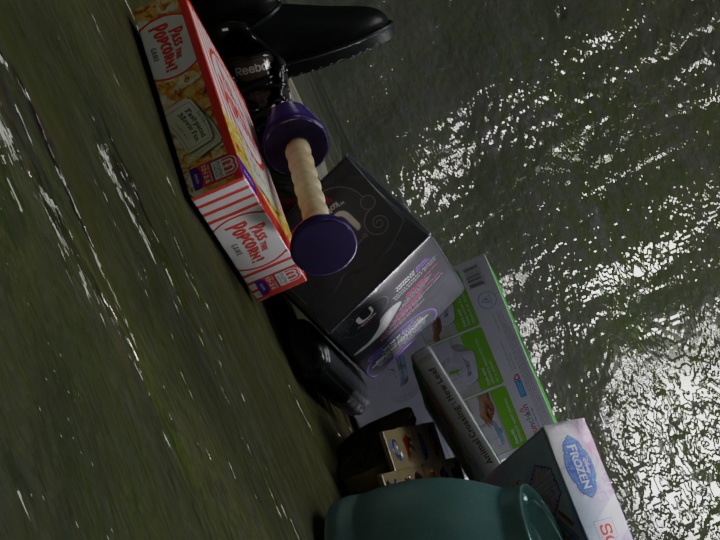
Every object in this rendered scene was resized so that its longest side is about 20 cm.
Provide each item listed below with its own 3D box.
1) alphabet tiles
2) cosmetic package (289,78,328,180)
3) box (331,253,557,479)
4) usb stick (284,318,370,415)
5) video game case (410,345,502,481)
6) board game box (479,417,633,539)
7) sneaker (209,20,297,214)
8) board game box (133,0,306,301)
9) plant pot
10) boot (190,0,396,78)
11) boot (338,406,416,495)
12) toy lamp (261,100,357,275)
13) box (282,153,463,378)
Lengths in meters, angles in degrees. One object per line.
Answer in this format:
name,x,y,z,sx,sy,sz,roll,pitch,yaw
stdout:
alphabet tiles,0.063,0.206,1.636,0.200,0.006,0.167,3,68,-70
cosmetic package,-0.075,-0.103,1.864,0.200,0.071,0.105,-108,174,-51
box,0.080,0.115,1.908,0.097,0.176,0.200,55,12,-67
usb stick,-0.027,0.085,1.718,0.200,0.033,0.056,51,14,-72
video game case,0.101,0.166,1.706,0.182,0.022,0.200,59,-4,16
board game box,0.144,0.241,1.511,0.200,0.041,0.200,-48,-124,54
sneaker,-0.090,-0.131,1.716,0.098,0.071,0.201,103,-32,-57
board game box,-0.111,-0.097,1.566,0.152,0.046,0.200,61,7,-55
plant pot,0.080,0.228,1.401,0.200,0.134,0.200,59,14,-25
boot,-0.083,-0.254,1.820,0.073,0.198,0.163,-106,178,-79
boot,0.047,0.231,1.678,0.200,0.066,0.175,65,17,-11
toy lamp,-0.044,-0.071,1.580,0.200,0.058,0.058,-103,169,-55
box,0.000,0.000,1.714,0.106,0.122,0.200,45,-2,17
